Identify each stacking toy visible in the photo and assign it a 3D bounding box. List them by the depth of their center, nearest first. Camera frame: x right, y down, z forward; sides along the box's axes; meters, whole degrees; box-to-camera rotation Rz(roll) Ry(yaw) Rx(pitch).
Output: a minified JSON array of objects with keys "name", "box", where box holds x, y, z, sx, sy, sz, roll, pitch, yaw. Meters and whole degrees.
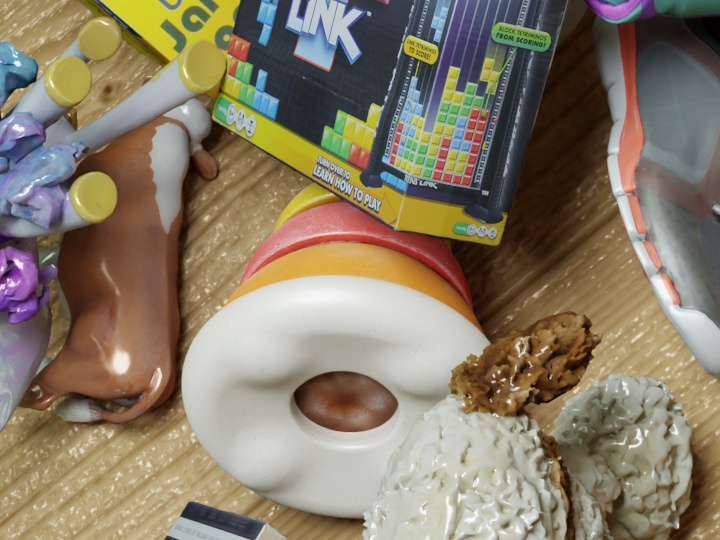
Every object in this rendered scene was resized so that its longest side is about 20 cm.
[{"name":"stacking toy","box":[0.000,0.000,0.940,0.145,0.146,0.201,-20,39,24]}]

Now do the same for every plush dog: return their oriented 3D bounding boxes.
[{"name":"plush dog","box":[0.047,0.112,0.769,0.159,0.172,0.201,2,62,9]}]

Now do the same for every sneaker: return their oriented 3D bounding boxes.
[{"name":"sneaker","box":[0.155,-0.051,0.882,0.081,0.077,0.201,-18,56,18]}]

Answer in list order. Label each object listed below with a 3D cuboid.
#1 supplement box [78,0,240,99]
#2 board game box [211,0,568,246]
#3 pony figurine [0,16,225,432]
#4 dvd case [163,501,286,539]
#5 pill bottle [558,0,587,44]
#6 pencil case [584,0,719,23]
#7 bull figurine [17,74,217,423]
[{"name":"supplement box","box":[-0.106,-0.179,1.064,0.109,0.109,0.200,-50,23,0]},{"name":"board game box","box":[0.013,-0.118,0.880,0.200,0.056,0.166,32,112,58]},{"name":"pony figurine","box":[-0.176,-0.033,0.969,0.200,0.167,0.193,-25,24,47]},{"name":"dvd case","box":[-0.109,0.194,0.897,0.201,0.016,0.149,-58,13,-12]},{"name":"pill bottle","box":[0.040,-0.194,1.016,0.111,0.111,0.201,-36,49,12]},{"name":"pencil case","box":[0.187,-0.155,0.846,0.085,0.199,0.093,-149,53,-65]},{"name":"bull figurine","box":[-0.135,-0.009,1.063,0.121,0.065,0.201,-20,52,29]}]
